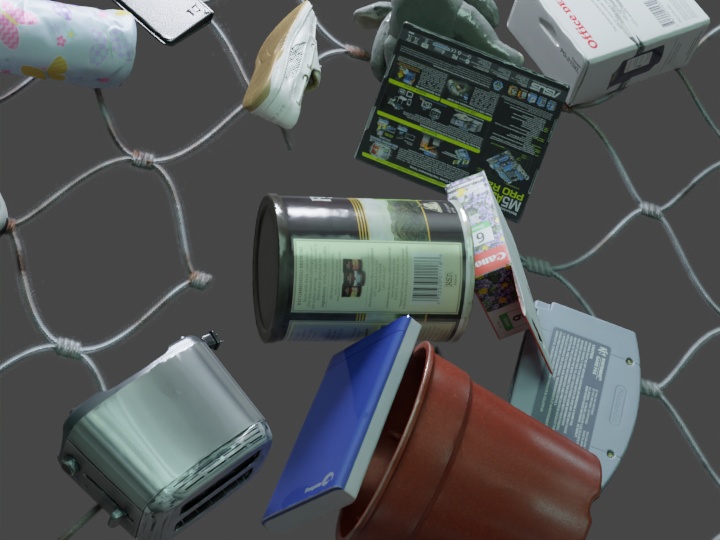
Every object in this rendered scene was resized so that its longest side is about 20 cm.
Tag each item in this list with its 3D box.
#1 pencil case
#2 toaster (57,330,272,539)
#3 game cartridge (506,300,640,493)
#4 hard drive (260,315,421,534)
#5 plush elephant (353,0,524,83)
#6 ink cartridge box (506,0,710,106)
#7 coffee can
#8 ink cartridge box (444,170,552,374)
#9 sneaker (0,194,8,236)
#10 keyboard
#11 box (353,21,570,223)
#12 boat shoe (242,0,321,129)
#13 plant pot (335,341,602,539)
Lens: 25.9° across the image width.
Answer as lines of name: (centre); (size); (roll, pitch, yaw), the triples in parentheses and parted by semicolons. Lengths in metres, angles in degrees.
pencil case: (-0.338, -0.252, 1.677); (0.198, 0.083, 0.092); (4, 71, -31)
toaster: (-0.171, 0.155, 1.441); (0.199, 0.114, 0.129); (-33, 72, -34)
game cartridge: (0.218, 0.132, 1.606); (0.132, 0.042, 0.201); (23, 52, -3)
hard drive: (-0.017, 0.145, 1.477); (0.025, 0.132, 0.201); (38, 50, -18)
plush elephant: (0.080, -0.290, 1.817); (0.201, 0.163, 0.155); (59, 16, -9)
ink cartridge box: (0.299, -0.301, 1.908); (0.198, 0.085, 0.145); (-21, 62, -28)
coffee can: (0.000, 0.000, 1.574); (0.197, 0.147, 0.148); (1, 54, -14)
ink cartridge box: (0.141, 0.008, 1.608); (0.050, 0.109, 0.202); (-20, 48, 10)
sneaker: (-0.417, -0.123, 1.553); (0.075, 0.115, 0.201); (-35, 86, -24)
keyboard: (-0.249, -0.350, 1.843); (0.200, 0.021, 0.127); (42, 62, 15)
box: (0.111, -0.162, 1.725); (0.198, 0.044, 0.162); (21, 96, 2)
boat shoe: (-0.078, -0.228, 1.776); (0.069, 0.071, 0.201); (37, 41, -19)
plant pot: (0.104, 0.199, 1.442); (0.193, 0.201, 0.202); (26, 52, -6)
